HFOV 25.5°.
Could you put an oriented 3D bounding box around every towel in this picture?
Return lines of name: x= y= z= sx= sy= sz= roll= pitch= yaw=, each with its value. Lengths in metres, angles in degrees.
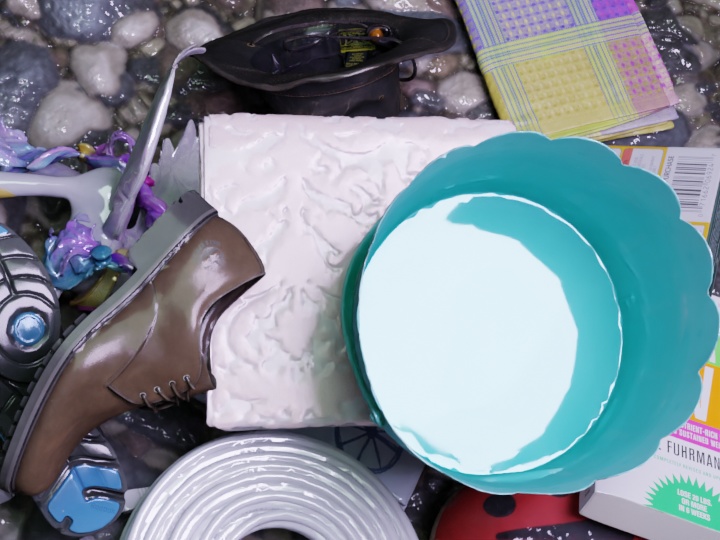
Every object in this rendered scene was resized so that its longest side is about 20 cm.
towel: x=0.000 y=0.000 z=0.975 sx=0.197 sy=0.032 sz=0.194 roll=0 pitch=83 yaw=-9
towel: x=0.147 y=-0.183 z=1.215 sx=0.142 sy=0.023 sz=0.202 roll=-15 pitch=70 yaw=-16

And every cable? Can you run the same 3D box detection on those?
cable: x=-0.054 y=0.196 z=0.980 sx=0.198 sy=0.069 sz=0.201 roll=-24 pitch=77 yaw=-15

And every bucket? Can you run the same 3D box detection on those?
bucket: x=0.085 y=0.028 z=0.899 sx=0.204 sy=0.135 sz=0.210 roll=1 pitch=83 yaw=-9

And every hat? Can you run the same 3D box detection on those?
hat: x=-0.024 y=-0.126 z=1.107 sx=0.198 sy=0.201 sz=0.082 roll=-8 pitch=112 yaw=-14

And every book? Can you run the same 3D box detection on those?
book: x=0.208 y=0.094 z=1.048 sx=0.132 sy=0.048 sz=0.201 roll=20 pitch=44 yaw=-10

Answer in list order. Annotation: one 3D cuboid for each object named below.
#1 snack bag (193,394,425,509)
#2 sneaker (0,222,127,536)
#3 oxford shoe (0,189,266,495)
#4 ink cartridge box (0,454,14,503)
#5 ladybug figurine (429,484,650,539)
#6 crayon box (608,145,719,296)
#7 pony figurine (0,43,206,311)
snack bag: x=-0.023 y=0.043 z=1.086 sx=0.198 sy=0.021 sz=0.190 roll=26 pitch=64 yaw=-1
sneaker: x=-0.209 y=0.066 z=0.971 sx=0.073 sy=0.082 sz=0.202 roll=-22 pitch=100 yaw=-19
oxford shoe: x=-0.128 y=0.056 z=0.906 sx=0.084 sy=0.073 sz=0.201 roll=39 pitch=85 yaw=4
ink cartridge box: x=-0.316 y=0.071 z=0.968 sx=0.144 sy=0.083 sz=0.202 roll=-22 pitch=73 yaw=-5
ladybug figurine: x=0.139 y=0.178 z=1.027 sx=0.197 sy=0.072 sz=0.137 roll=-4 pitch=69 yaw=-16
crayon box: x=0.145 y=-0.027 z=1.087 sx=0.198 sy=0.052 sz=0.126 roll=4 pitch=48 yaw=22
pony figurine: x=-0.165 y=-0.040 z=1.037 sx=0.197 sy=0.167 sz=0.195 roll=7 pitch=72 yaw=9
